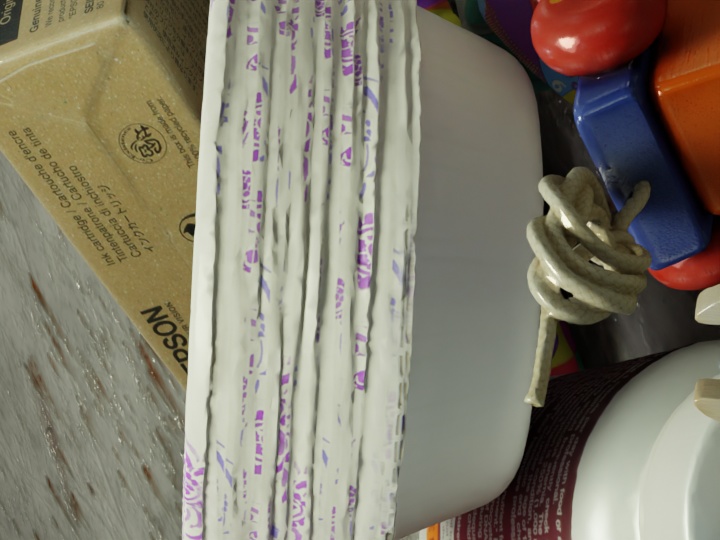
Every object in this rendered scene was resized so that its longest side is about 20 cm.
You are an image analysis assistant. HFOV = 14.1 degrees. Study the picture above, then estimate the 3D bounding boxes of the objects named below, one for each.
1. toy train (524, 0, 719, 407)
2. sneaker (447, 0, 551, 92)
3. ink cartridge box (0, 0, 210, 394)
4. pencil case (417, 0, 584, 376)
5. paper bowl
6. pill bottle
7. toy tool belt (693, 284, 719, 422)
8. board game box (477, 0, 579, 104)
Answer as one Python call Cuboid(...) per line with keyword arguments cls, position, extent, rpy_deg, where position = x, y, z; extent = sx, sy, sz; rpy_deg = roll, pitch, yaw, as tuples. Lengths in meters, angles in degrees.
Cuboid(cls="toy train", position=(0.106, -0.043, 0.688), extent=(0.085, 0.115, 0.201), rpy_deg=(59, -152, -30))
Cuboid(cls="sneaker", position=(0.045, -0.157, 0.928), extent=(0.091, 0.077, 0.201), rpy_deg=(-119, 26, -45))
Cuboid(cls="ink cartridge box", position=(-0.068, -0.070, 1.094), extent=(0.165, 0.075, 0.200), rpy_deg=(-91, -24, -45))
Cuboid(cls="pencil case", position=(0.025, -0.021, 1.067), extent=(0.088, 0.088, 0.201), rpy_deg=(1, 111, 68))
Cuboid(cls="paper bowl", position=(0.000, 0.000, 0.901), extent=(0.201, 0.104, 0.202), rpy_deg=(-178, 90, -88))
Cuboid(cls="pill bottle", position=(0.103, 0.083, 0.918), extent=(0.115, 0.114, 0.200), rpy_deg=(71, 160, 1))
Cuboid(cls="toy tool belt", position=(0.134, 0.055, 0.756), extent=(0.125, 0.122, 0.201), rpy_deg=(-38, -68, -73))
Cuboid(cls="board game box", position=(0.078, -0.110, 0.817), extent=(0.157, 0.039, 0.201), rpy_deg=(11, 125, 36))
